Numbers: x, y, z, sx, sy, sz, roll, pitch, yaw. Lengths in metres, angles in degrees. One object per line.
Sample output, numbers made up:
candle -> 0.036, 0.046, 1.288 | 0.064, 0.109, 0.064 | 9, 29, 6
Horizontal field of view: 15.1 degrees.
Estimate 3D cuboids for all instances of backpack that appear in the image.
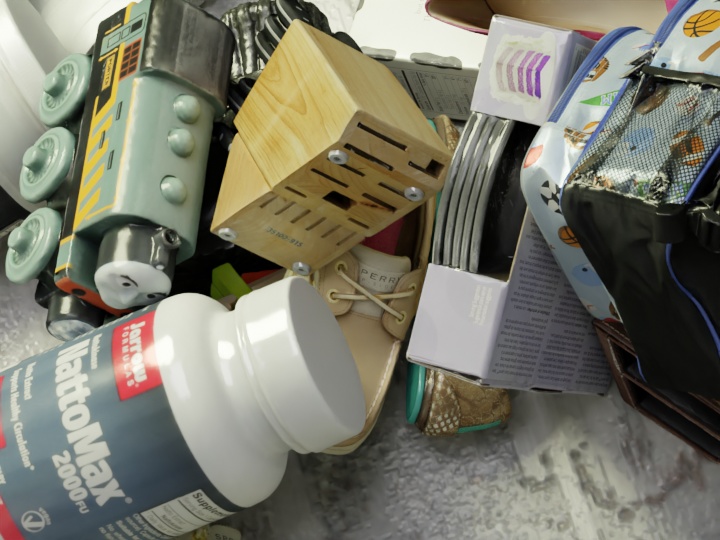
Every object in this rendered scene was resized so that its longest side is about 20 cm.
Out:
backpack -> 0.184, -0.048, 1.337 | 0.154, 0.200, 0.191 | 26, 68, 36

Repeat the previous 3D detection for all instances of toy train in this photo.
toy train -> -0.130, -0.058, 1.492 | 0.114, 0.085, 0.200 | -27, 45, 43

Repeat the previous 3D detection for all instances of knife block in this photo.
knife block -> -0.015, -0.096, 1.456 | 0.200, 0.064, 0.176 | -32, 39, 53

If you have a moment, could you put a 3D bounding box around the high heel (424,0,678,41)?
high heel -> 0.125, -0.138, 1.458 | 0.096, 0.067, 0.200 | -24, 34, -28

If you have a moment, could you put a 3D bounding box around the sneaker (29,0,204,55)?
sneaker -> -0.130, -0.220, 1.705 | 0.200, 0.074, 0.116 | -40, 61, -5

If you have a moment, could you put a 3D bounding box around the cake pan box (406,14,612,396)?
cake pan box -> 0.101, -0.029, 1.421 | 0.052, 0.200, 0.184 | 13, 92, 25

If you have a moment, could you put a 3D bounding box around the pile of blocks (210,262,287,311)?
pile of blocks -> -0.104, 0.049, 1.542 | 0.200, 0.082, 0.062 | -39, 58, -5

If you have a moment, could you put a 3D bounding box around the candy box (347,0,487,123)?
candy box -> 0.109, -0.170, 1.602 | 0.200, 0.072, 0.168 | 9, 65, 21

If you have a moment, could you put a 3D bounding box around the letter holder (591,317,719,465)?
letter holder -> 0.247, 0.011, 1.442 | 0.142, 0.101, 0.200 | 35, 77, 28

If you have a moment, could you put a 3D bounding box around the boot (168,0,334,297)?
boot -> -0.099, -0.063, 1.603 | 0.211, 0.079, 0.158 | -19, 63, -3

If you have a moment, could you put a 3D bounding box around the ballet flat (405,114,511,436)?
ballet flat -> 0.061, 0.005, 1.535 | 0.065, 0.071, 0.200 | 7, 64, -9

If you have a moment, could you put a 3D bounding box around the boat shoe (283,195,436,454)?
boat shoe -> 0.000, 0.000, 1.491 | 0.074, 0.069, 0.200 | 14, 70, -18

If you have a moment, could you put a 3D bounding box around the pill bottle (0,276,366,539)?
pill bottle -> -0.106, 0.080, 1.432 | 0.200, 0.120, 0.120 | -23, 57, 15

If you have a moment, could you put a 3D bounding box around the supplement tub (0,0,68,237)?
supplement tub -> -0.264, -0.070, 1.616 | 0.200, 0.140, 0.140 | -33, 57, 5

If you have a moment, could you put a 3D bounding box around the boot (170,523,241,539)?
boot -> -0.060, 0.206, 1.450 | 0.200, 0.072, 0.155 | -11, 57, 12
